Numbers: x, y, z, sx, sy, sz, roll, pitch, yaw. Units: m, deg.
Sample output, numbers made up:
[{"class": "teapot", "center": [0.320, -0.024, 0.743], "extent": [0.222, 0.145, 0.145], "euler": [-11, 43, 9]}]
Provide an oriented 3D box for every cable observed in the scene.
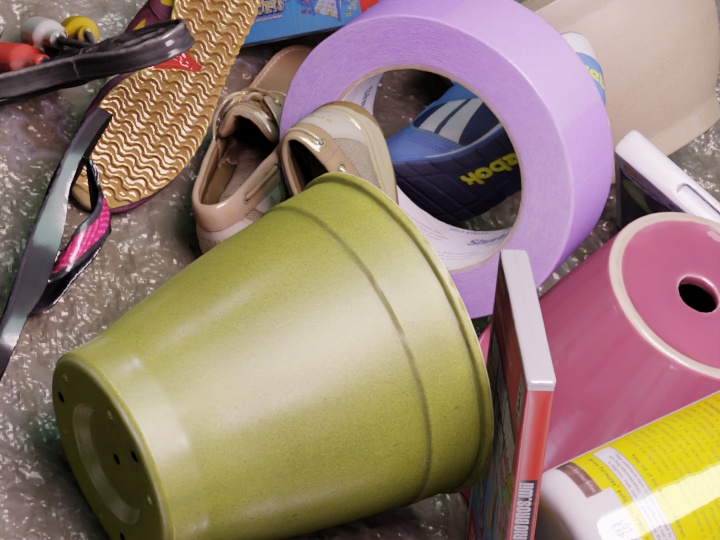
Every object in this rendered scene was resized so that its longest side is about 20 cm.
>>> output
[{"class": "cable", "center": [-0.181, -0.138, 1.434], "extent": [0.097, 0.200, 0.050], "euler": [-24, 100, -27]}]

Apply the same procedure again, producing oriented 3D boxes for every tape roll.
[{"class": "tape roll", "center": [0.052, -0.072, 1.421], "extent": [0.200, 0.200, 0.066], "euler": [38, 37, 9]}]

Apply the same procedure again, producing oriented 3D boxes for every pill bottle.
[{"class": "pill bottle", "center": [0.201, 0.124, 1.267], "extent": [0.200, 0.109, 0.109], "euler": [-24, 62, -12]}]

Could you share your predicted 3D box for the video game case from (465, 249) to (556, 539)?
[{"class": "video game case", "center": [0.082, 0.108, 1.288], "extent": [0.017, 0.200, 0.143], "euler": [2, 29, -4]}]

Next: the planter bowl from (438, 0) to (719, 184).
[{"class": "planter bowl", "center": [0.168, -0.136, 1.592], "extent": [0.200, 0.200, 0.135], "euler": [-36, 98, -42]}]

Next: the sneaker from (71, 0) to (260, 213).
[{"class": "sneaker", "center": [-0.134, -0.116, 1.502], "extent": [0.075, 0.090, 0.200], "euler": [36, 68, -15]}]

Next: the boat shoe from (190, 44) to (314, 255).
[{"class": "boat shoe", "center": [-0.060, -0.087, 1.490], "extent": [0.071, 0.065, 0.200], "euler": [-4, 43, 20]}]

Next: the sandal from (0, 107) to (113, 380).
[{"class": "sandal", "center": [-0.178, -0.008, 1.371], "extent": [0.045, 0.075, 0.200], "euler": [20, 57, -7]}]

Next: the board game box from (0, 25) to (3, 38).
[{"class": "board game box", "center": [-0.329, -0.090, 1.356], "extent": [0.159, 0.097, 0.200], "euler": [26, 45, -2]}]

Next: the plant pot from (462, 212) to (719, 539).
[{"class": "plant pot", "center": [0.172, 0.069, 1.404], "extent": [0.200, 0.179, 0.200], "euler": [13, 48, -15]}]

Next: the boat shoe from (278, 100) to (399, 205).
[{"class": "boat shoe", "center": [0.002, -0.001, 1.402], "extent": [0.063, 0.073, 0.201], "euler": [-37, 115, -54]}]

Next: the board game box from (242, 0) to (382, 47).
[{"class": "board game box", "center": [0.027, -0.205, 1.570], "extent": [0.200, 0.196, 0.056], "euler": [-19, 100, -37]}]

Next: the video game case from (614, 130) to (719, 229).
[{"class": "video game case", "center": [0.238, -0.001, 1.508], "extent": [0.182, 0.200, 0.023], "euler": [43, 86, 14]}]

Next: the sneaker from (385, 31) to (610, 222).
[{"class": "sneaker", "center": [0.079, -0.092, 1.500], "extent": [0.074, 0.200, 0.082], "euler": [39, 45, -38]}]

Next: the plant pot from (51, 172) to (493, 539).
[{"class": "plant pot", "center": [-0.062, 0.072, 1.297], "extent": [0.193, 0.200, 0.200], "euler": [-24, 64, -25]}]
